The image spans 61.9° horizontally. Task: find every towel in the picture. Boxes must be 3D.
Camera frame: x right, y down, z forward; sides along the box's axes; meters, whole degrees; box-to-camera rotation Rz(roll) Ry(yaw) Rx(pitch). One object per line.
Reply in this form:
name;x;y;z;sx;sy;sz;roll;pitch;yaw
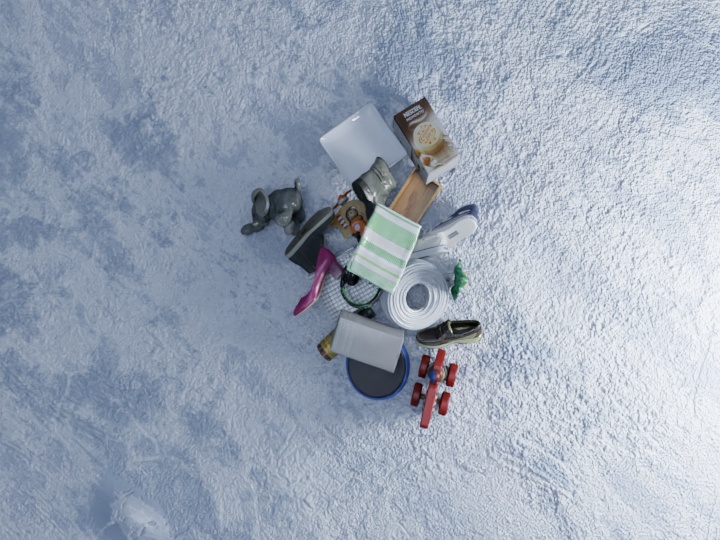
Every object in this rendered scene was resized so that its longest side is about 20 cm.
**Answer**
towel;-0.030;0.034;1.766;0.196;0.085;0.169;-31;83;9
towel;0.065;-0.062;1.636;0.149;0.023;0.205;25;83;3

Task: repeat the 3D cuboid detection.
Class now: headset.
headset;0.000;0.000;1.670;0.119;0.094;0.207;-4;72;11

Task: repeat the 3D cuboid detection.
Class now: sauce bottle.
sauce bottle;-0.041;0.180;1.775;0.199;0.066;0.066;-43;84;4

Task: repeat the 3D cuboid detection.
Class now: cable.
cable;0.155;0.071;1.698;0.197;0.069;0.203;33;93;-22

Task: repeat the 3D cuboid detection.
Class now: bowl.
bowl;0.049;0.280;1.771;0.193;0.039;0.209;0;89;9

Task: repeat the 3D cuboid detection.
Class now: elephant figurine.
elephant figurine;-0.271;-0.186;1.791;0.194;0.143;0.158;15;63;24

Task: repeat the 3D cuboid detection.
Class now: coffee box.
coffee box;0.186;-0.370;1.717;0.112;0.080;0.204;-29;79;-5

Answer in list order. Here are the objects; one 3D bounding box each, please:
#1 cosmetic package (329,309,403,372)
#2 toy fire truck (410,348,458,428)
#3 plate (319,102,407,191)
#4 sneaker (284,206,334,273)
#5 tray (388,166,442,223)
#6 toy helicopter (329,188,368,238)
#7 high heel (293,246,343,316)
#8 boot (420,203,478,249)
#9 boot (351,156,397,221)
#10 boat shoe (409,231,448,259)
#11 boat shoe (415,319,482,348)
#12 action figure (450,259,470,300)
cosmetic package;0.020;0.197;1.694;0.194;0.090;0.110;20;103;-4
toy fire truck;0.205;0.326;1.680;0.108;0.168;0.207;15;92;8
plate;0.007;-0.359;1.768;0.197;0.032;0.202;-34;79;-5
sneaker;-0.124;-0.090;1.770;0.105;0.076;0.200;37;109;-26
tray;0.146;-0.189;1.763;0.097;0.037;0.203;34;94;8
toy helicopter;-0.064;-0.160;1.779;0.194;0.079;0.137;-11;94;21
high heel;-0.140;0.032;1.711;0.096;0.067;0.200;44;82;-1
boot;0.256;-0.117;1.733;0.196;0.091;0.073;-25;114;33
boot;0.066;-0.209;1.714;0.130;0.067;0.204;-42;120;-25
boat shoe;0.156;-0.067;1.715;0.195;0.070;0.073;-13;79;31
boat shoe;0.251;0.172;1.716;0.192;0.074;0.066;-9;131;1
action figure;0.277;0.027;1.656;0.053;0.200;0.123;4;91;8
